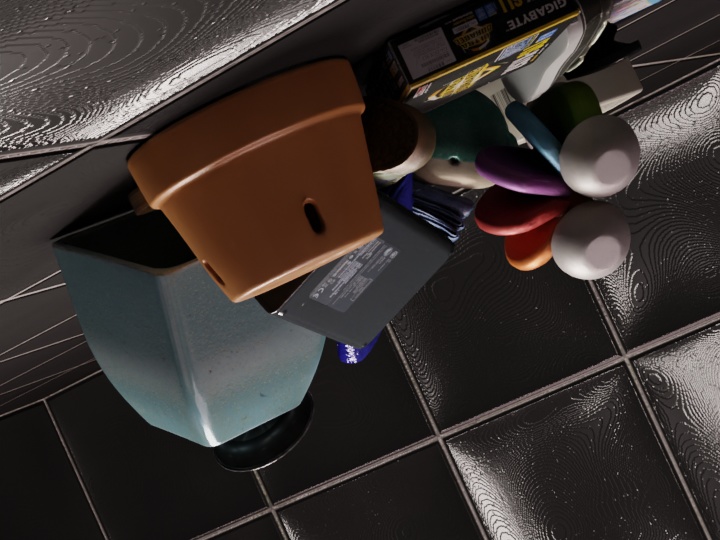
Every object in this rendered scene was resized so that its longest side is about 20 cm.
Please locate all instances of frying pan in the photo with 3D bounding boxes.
[{"bbox_3d":[-0.087,0.125,1.648,0.114,0.031,0.191,-7,-139,32],"label":"frying pan"}]

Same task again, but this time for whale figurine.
[{"bbox_3d":[0.095,-0.157,1.763,0.158,0.105,0.200,6,-161,-2],"label":"whale figurine"}]

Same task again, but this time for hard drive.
[{"bbox_3d":[0.000,0.000,1.483,0.140,0.033,0.200,-47,154,7],"label":"hard drive"}]

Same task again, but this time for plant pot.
[{"bbox_3d":[-0.149,0.050,1.562,0.196,0.201,0.195,-23,-156,-36],"label":"plant pot"},{"bbox_3d":[-0.071,-0.065,1.322,0.199,0.141,0.200,-25,179,-1],"label":"plant pot"}]

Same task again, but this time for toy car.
[{"bbox_3d":[0.187,-0.092,1.654,0.149,0.201,0.175,-3,-155,-14],"label":"toy car"}]

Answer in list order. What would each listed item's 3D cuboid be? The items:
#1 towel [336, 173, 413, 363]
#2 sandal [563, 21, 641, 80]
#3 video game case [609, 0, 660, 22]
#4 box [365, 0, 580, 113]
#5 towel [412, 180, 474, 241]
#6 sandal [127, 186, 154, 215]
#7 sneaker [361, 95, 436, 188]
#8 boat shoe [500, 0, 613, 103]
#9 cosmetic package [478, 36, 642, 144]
[{"bbox_3d":[0.007,-0.012,1.628,0.148,0.049,0.200,-60,163,-28],"label":"towel"},{"bbox_3d":[0.231,-0.230,1.679,0.075,0.048,0.200,-26,-169,-3],"label":"sandal"},{"bbox_3d":[0.228,-0.257,1.706,0.199,0.018,0.143,-26,177,5],"label":"video game case"},{"bbox_3d":[0.092,-0.189,1.417,0.159,0.050,0.200,-27,178,-8],"label":"box"},{"bbox_3d":[0.014,-0.076,1.732,0.199,0.049,0.112,17,173,-5],"label":"towel"},{"bbox_3d":[-0.106,-0.078,1.508,0.211,0.070,0.078,-25,178,-20],"label":"sandal"},{"bbox_3d":[0.015,-0.108,1.425,0.089,0.068,0.200,14,173,-39],"label":"sneaker"},{"bbox_3d":[0.185,-0.214,1.548,0.063,0.071,0.200,-23,176,-17],"label":"boat shoe"},{"bbox_3d":[0.227,-0.211,1.887,0.103,0.088,0.200,-28,176,37],"label":"cosmetic package"}]
